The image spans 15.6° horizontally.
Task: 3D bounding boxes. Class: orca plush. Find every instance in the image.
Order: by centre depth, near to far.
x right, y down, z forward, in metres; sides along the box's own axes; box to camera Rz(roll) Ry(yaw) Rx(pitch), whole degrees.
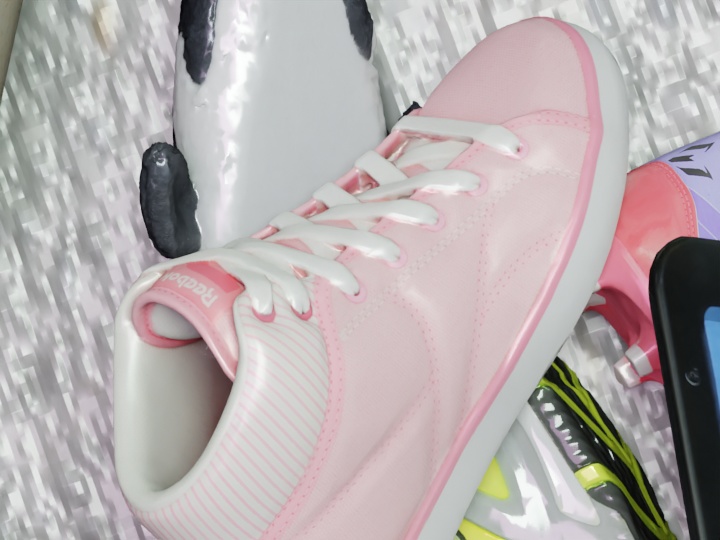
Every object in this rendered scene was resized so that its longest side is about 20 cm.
[{"bbox_3d":[-0.044,-0.056,0.783,0.105,0.071,0.200,-33,118,-31],"label":"orca plush"}]

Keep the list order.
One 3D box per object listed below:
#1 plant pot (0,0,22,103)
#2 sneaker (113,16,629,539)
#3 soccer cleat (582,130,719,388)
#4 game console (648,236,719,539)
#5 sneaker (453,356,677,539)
[{"bbox_3d":[-0.172,-0.098,0.758,0.200,0.200,0.184,8,101,8],"label":"plant pot"},{"bbox_3d":[0.000,0.000,0.733,0.105,0.075,0.200,35,75,-36],"label":"sneaker"},{"bbox_3d":[0.138,0.051,0.764,0.076,0.067,0.200,-36,84,-5],"label":"soccer cleat"},{"bbox_3d":[0.188,0.075,0.686,0.176,0.116,0.200,-16,67,22],"label":"game console"},{"bbox_3d":[0.072,0.117,0.771,0.076,0.075,0.200,-35,74,13],"label":"sneaker"}]
